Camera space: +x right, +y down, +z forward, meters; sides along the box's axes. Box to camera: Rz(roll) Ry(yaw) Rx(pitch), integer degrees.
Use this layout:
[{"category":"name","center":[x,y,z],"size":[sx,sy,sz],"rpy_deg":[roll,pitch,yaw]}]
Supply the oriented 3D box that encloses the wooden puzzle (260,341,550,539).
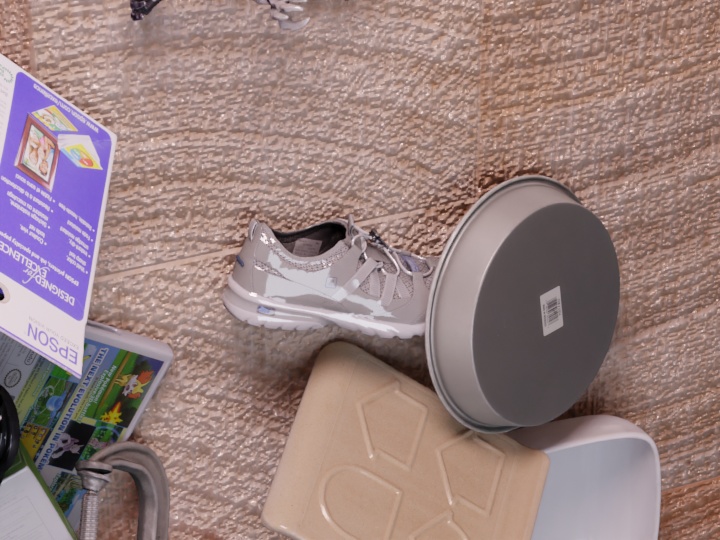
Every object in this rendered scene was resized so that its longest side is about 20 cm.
[{"category":"wooden puzzle","center":[0.032,0.169,1.838],"size":[0.199,0.186,0.046],"rpy_deg":[28,138,-9]}]

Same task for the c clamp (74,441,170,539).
[{"category":"c clamp","center":[-0.185,0.216,1.780],"size":[0.027,0.201,0.171],"rpy_deg":[-5,159,29]}]

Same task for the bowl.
[{"category":"bowl","center":[0.142,0.206,2.004],"size":[0.199,0.075,0.200],"rpy_deg":[-12,125,-17]}]

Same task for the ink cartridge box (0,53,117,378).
[{"category":"ink cartridge box","center":[-0.249,-0.051,1.581],"size":[0.043,0.201,0.198],"rpy_deg":[-23,138,33]}]

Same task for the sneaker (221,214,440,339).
[{"category":"sneaker","center":[0.000,0.000,1.802],"size":[0.199,0.075,0.082],"rpy_deg":[-1,117,-28]}]

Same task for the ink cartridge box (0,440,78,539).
[{"category":"ink cartridge box","center":[-0.256,0.220,1.801],"size":[0.104,0.059,0.200],"rpy_deg":[-29,126,-6]}]

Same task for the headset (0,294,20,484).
[{"category":"headset","center":[-0.278,0.096,1.672],"size":[0.123,0.094,0.201],"rpy_deg":[32,73,-41]}]

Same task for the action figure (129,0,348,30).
[{"category":"action figure","center":[-0.060,-0.218,1.618],"size":[0.199,0.102,0.119],"rpy_deg":[-15,114,-14]}]

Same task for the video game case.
[{"category":"video game case","center":[-0.258,0.116,1.789],"size":[0.182,0.022,0.200],"rpy_deg":[19,110,-33]}]

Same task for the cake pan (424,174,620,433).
[{"category":"cake pan","center":[0.129,0.029,1.853],"size":[0.200,0.037,0.201],"rpy_deg":[-15,112,-43]}]
